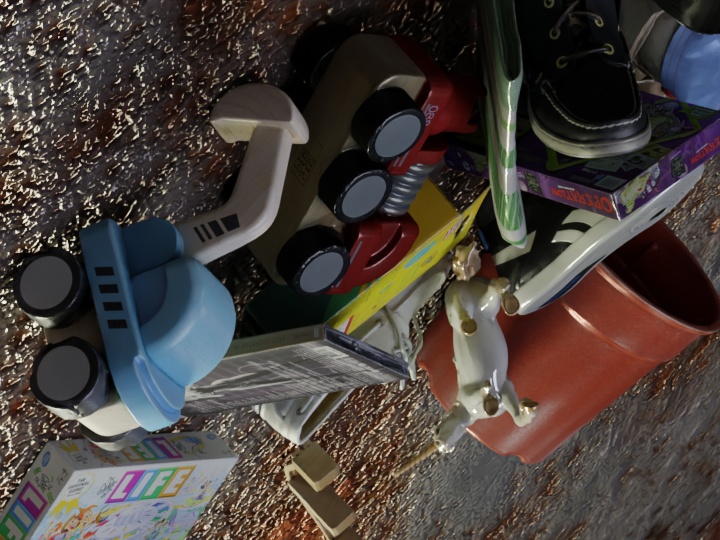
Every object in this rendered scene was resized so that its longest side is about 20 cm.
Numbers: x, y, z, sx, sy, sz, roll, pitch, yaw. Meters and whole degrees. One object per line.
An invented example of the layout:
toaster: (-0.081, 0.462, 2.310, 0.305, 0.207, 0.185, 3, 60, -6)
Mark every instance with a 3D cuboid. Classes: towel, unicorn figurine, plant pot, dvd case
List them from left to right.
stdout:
dvd case: (-0.085, 0.072, 1.520, 0.199, 0.016, 0.149, -12, 163, 21)
unicorn figurine: (0.090, 0.076, 1.702, 0.074, 0.137, 0.201, 6, 94, -13)
towel: (0.097, -0.127, 1.495, 0.023, 0.153, 0.200, -5, 146, 0)
plant pot: (0.160, 0.042, 1.810, 0.195, 0.201, 0.201, -48, 156, 22)

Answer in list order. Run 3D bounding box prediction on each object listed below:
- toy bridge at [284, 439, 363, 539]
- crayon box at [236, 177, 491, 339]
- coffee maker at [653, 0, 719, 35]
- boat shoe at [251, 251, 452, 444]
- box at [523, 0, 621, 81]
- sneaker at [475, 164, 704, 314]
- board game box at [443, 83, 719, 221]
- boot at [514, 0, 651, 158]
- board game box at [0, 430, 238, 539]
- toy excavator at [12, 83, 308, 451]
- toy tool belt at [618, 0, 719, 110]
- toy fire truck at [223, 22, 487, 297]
toy bridge: (-0.033, 0.192, 1.851, 0.027, 0.067, 0.200, -40, 152, -13)
crayon box: (0.000, 0.000, 1.607, 0.200, 0.051, 0.127, -38, 171, -17)
coffee maker: (0.224, -0.250, 1.404, 0.192, 0.135, 0.200, -16, 160, -11)
boat shoe: (0.012, 0.062, 1.711, 0.202, 0.086, 0.075, -40, 154, -14)
box: (0.192, -0.237, 1.606, 0.200, 0.044, 0.160, -24, 146, -38)
sneaker: (0.157, -0.061, 1.642, 0.200, 0.112, 0.073, -41, 165, 36)
board game box: (0.163, -0.095, 1.603, 0.120, 0.200, 0.032, -37, 122, -22)
boot: (0.136, -0.176, 1.427, 0.073, 0.204, 0.154, -10, 121, -3)
board game box: (-0.192, 0.184, 1.636, 0.200, 0.034, 0.135, 2, 126, -57)
toy excavator: (-0.113, -0.003, 1.395, 0.199, 0.195, 0.100, -19, 155, 8)
toy tool belt: (0.254, -0.166, 1.609, 0.125, 0.123, 0.200, -39, 154, -16)
toy fire truck: (0.021, -0.083, 1.508, 0.200, 0.129, 0.176, 0, 130, -44)
